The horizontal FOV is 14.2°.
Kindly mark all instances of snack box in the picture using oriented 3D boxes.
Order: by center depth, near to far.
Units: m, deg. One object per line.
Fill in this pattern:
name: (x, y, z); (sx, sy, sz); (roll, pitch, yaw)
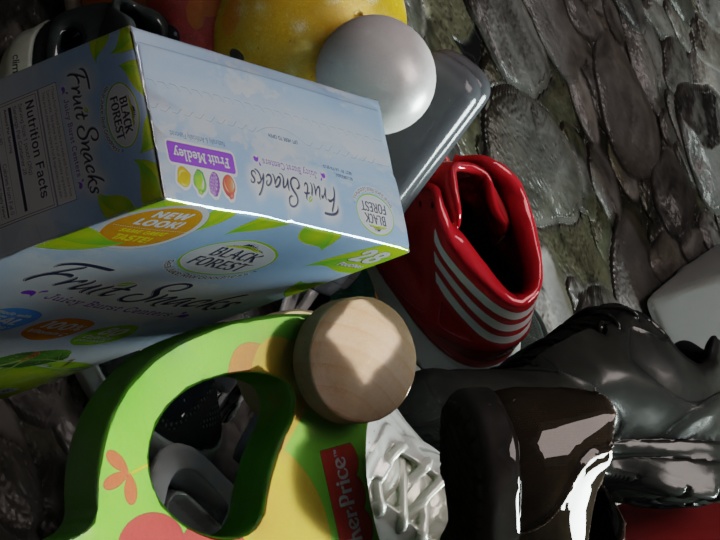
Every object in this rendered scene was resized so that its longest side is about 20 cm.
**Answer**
snack box: (-0.110, -0.014, 1.046); (0.168, 0.199, 0.068); (10, 62, -59)

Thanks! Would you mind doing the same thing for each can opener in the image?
can opener: (0.000, 0.000, 1.259); (0.067, 0.200, 0.053); (38, 12, 6)

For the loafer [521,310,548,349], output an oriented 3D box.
loafer: (0.063, 0.086, 1.407); (0.072, 0.063, 0.200); (26, 31, -16)

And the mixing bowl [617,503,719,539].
mixing bowl: (0.128, 0.192, 1.379); (0.108, 0.200, 0.201); (17, 56, -39)

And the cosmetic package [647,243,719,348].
cosmetic package: (0.314, 0.043, 1.788); (0.165, 0.199, 0.166); (-28, 96, -63)

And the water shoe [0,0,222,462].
water shoe: (-0.090, -0.015, 1.214); (0.071, 0.079, 0.201); (-24, 93, -62)

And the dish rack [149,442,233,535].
dish rack: (-0.063, 0.190, 1.168); (0.172, 0.043, 0.201); (51, 33, -34)

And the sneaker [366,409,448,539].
sneaker: (0.027, 0.100, 1.224); (0.200, 0.099, 0.078); (46, 63, -51)

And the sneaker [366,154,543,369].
sneaker: (0.018, -0.049, 1.334); (0.200, 0.116, 0.078); (46, 59, 9)

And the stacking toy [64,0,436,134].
stacking toy: (-0.027, -0.110, 1.235); (0.146, 0.146, 0.200); (49, -9, -35)

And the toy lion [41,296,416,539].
toy lion: (-0.057, 0.124, 1.069); (0.191, 0.069, 0.201); (-12, 91, -33)

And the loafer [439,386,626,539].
loafer: (0.071, 0.116, 1.128); (0.200, 0.071, 0.073); (89, -14, -54)

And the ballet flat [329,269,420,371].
ballet flat: (0.016, 0.010, 1.402); (0.067, 0.070, 0.201); (30, 47, -55)

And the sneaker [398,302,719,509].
sneaker: (0.094, 0.056, 1.312); (0.199, 0.076, 0.091); (12, 78, -42)
